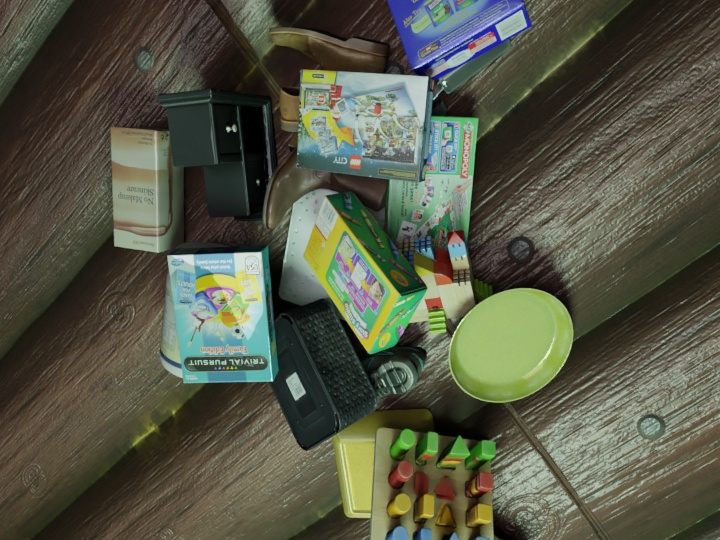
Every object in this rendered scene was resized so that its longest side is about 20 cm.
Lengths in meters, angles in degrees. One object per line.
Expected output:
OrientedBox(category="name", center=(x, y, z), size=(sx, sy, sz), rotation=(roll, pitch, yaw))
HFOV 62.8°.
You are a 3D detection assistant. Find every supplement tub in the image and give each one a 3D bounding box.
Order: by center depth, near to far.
OrientedBox(category="supplement tub", center=(-0.267, 0.067, 1.019), size=(0.140, 0.145, 0.207), rotation=(15, 105, 13))

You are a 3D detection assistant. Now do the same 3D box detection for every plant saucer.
OrientedBox(category="plant saucer", center=(0.225, 0.110, 0.898), size=(0.192, 0.031, 0.207), rotation=(-4, 117, -7))
OrientedBox(category="plant saucer", center=(0.040, 0.352, 1.035), size=(0.193, 0.048, 0.208), rotation=(-6, 100, 19))

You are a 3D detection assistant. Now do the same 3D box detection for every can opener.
OrientedBox(category="can opener", center=(0.137, -0.281, 0.876), size=(0.198, 0.054, 0.066), rotation=(-38, 124, 22))

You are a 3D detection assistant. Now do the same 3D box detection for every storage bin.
OrientedBox(category="storage bin", center=(-0.076, 0.169, 0.967), size=(0.135, 0.092, 0.204), rotation=(-40, 73, 43))

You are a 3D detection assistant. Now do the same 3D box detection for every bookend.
OrientedBox(category="bookend", center=(-0.210, -0.169, 0.923), size=(0.089, 0.200, 0.207), rotation=(-1, 101, 17))

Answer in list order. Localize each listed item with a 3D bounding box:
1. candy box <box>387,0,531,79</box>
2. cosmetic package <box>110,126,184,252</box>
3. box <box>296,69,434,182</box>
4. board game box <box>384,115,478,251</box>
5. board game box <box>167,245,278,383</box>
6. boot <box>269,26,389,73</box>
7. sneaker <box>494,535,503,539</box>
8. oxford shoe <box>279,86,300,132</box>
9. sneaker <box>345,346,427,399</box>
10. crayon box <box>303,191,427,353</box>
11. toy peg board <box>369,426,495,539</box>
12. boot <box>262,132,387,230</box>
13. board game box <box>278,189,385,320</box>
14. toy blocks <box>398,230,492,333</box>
OrientedBox(category="candy box", center=(0.121, -0.395, 0.812), size=(0.165, 0.077, 0.207), rotation=(-22, 80, 22))
OrientedBox(category="cosmetic package", center=(-0.373, -0.145, 1.039), size=(0.100, 0.087, 0.208), rotation=(6, 103, 15))
OrientedBox(category="box", center=(0.003, -0.208, 0.844), size=(0.193, 0.038, 0.142), rotation=(10, 106, 20))
OrientedBox(category="board game box", center=(0.104, -0.127, 0.892), size=(0.129, 0.029, 0.208), rotation=(0, 105, -9))
OrientedBox(category="board game box", center=(-0.210, 0.069, 0.915), size=(0.145, 0.047, 0.208), rotation=(-2, 104, 5))
OrientedBox(category="boot", center=(-0.055, -0.330, 0.912), size=(0.194, 0.074, 0.078), rotation=(18, 116, 11))
OrientedBox(category="sneaker", center=(0.194, 0.448, 0.992), size=(0.195, 0.116, 0.082), rotation=(24, 112, -20))
OrientedBox(category="oxford shoe", center=(-0.037, -0.256, 0.902), size=(0.192, 0.072, 0.073), rotation=(1, 121, 12))
OrientedBox(category="sneaker", center=(0.032, 0.177, 0.991), size=(0.196, 0.079, 0.077), rotation=(-21, 100, 41))
OrientedBox(category="crayon box", center=(0.000, 0.000, 0.853), size=(0.202, 0.057, 0.121), rotation=(53, 136, 28))
OrientedBox(category="toy peg board", center=(0.118, 0.341, 0.893), size=(0.192, 0.205, 0.099), rotation=(9, 148, -6))
OrientedBox(category="boot", center=(-0.040, -0.121, 0.927), size=(0.194, 0.064, 0.192), rotation=(21, 82, 9))
OrientedBox(category="board game box", center=(-0.031, -0.025, 0.989), size=(0.193, 0.026, 0.207), rotation=(16, 105, 13))
OrientedBox(category="toy blocks", center=(0.092, 0.011, 0.884), size=(0.193, 0.102, 0.139), rotation=(-8, 134, 17))
